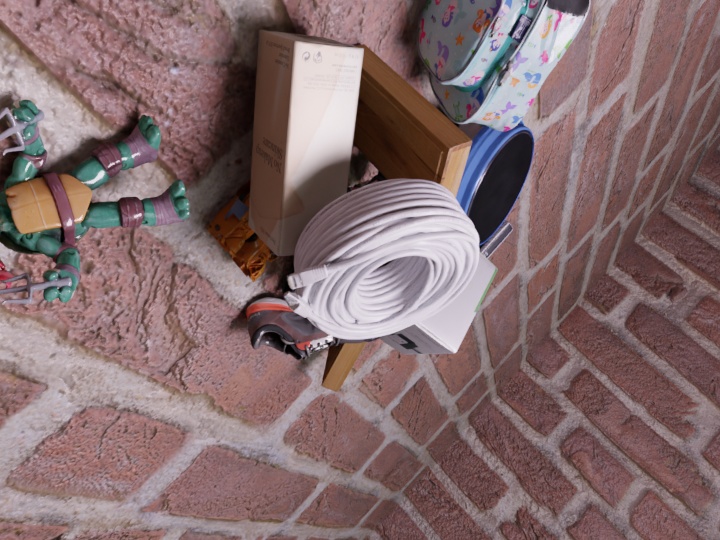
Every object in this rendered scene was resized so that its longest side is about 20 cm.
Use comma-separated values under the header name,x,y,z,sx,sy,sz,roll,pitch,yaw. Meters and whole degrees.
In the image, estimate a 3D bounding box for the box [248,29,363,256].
name,x,y,z,sx,sy,sz,roll,pitch,yaw
box,-0.060,-0.128,0.597,0.076,0.095,0.207,-6,116,-31

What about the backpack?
name,x,y,z,sx,sy,sz,roll,pitch,yaw
backpack,0.155,-0.279,0.707,0.146,0.181,0.203,-3,139,-24

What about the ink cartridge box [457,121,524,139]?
name,x,y,z,sx,sy,sz,roll,pitch,yaw
ink cartridge box,0.188,-0.157,0.959,0.204,0.083,0.144,-59,153,3

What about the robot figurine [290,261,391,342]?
name,x,y,z,sx,sy,sz,roll,pitch,yaw
robot figurine,-0.001,0.002,0.802,0.196,0.123,0.156,-13,118,-44

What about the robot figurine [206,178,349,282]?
name,x,y,z,sx,sy,sz,roll,pitch,yaw
robot figurine,-0.087,-0.086,0.716,0.200,0.058,0.146,-44,155,-9

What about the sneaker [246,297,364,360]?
name,x,y,z,sx,sy,sz,roll,pitch,yaw
sneaker,-0.072,0.099,0.852,0.193,0.084,0.078,5,138,-12

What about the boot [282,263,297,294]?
name,x,y,z,sx,sy,sz,roll,pitch,yaw
boot,-0.073,0.034,0.900,0.128,0.067,0.205,0,121,-46

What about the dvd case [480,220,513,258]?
name,x,y,z,sx,sy,sz,roll,pitch,yaw
dvd case,0.170,-0.029,1.082,0.200,0.150,0.025,-46,121,-4

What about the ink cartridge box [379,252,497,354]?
name,x,y,z,sx,sy,sz,roll,pitch,yaw
ink cartridge box,0.105,0.047,0.909,0.149,0.082,0.199,-59,-169,-16

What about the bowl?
name,x,y,z,sx,sy,sz,roll,pitch,yaw
bowl,0.192,-0.126,0.866,0.199,0.039,0.205,-39,146,-31

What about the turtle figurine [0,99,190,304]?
name,x,y,z,sx,sy,sz,roll,pitch,yaw
turtle figurine,-0.249,-0.058,0.479,0.197,0.099,0.155,-26,106,-39

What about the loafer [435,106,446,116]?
name,x,y,z,sx,sy,sz,roll,pitch,yaw
loafer,0.072,-0.192,0.810,0.197,0.063,0.073,-19,142,-44

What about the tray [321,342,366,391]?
name,x,y,z,sx,sy,sz,roll,pitch,yaw
tray,-0.015,0.106,0.995,0.100,0.036,0.202,-80,-167,-47

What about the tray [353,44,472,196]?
name,x,y,z,sx,sy,sz,roll,pitch,yaw
tray,0.039,-0.156,0.656,0.036,0.201,0.100,-20,144,-26

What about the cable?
name,x,y,z,sx,sy,sz,roll,pitch,yaw
cable,0.026,-0.004,0.604,0.195,0.071,0.201,-27,147,4

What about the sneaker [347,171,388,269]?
name,x,y,z,sx,sy,sz,roll,pitch,yaw
sneaker,0.013,-0.086,0.737,0.203,0.084,0.081,-76,-167,-52
